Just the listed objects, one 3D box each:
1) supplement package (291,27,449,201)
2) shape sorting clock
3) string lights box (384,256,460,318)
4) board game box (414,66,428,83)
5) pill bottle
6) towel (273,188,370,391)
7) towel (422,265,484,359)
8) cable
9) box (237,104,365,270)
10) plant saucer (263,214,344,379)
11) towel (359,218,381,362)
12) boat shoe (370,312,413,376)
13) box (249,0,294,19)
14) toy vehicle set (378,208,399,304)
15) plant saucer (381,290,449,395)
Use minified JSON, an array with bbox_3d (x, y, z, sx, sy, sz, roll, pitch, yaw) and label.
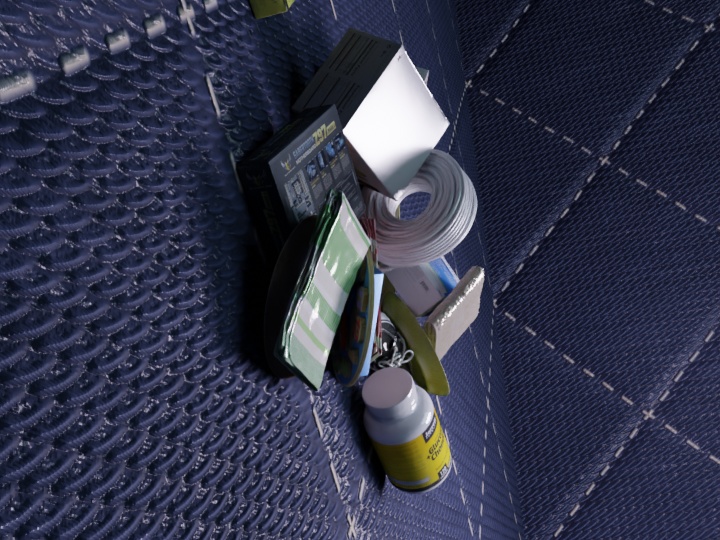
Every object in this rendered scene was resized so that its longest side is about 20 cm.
[{"bbox_3d":[0.020,-0.231,1.295,0.156,0.111,0.200,-56,143,-8],"label":"supplement package"},{"bbox_3d":[-0.016,0.053,1.145,0.200,0.039,0.201,-176,-90,-71],"label":"shape sorting clock"},{"bbox_3d":[0.118,0.020,1.472,0.103,0.059,0.200,56,17,13],"label":"string lights box"},{"bbox_3d":[0.081,-0.252,1.518,0.200,0.034,0.127,90,18,-71],"label":"board game box"},{"bbox_3d":[0.069,0.247,1.336,0.112,0.111,0.201,-83,158,-48],"label":"pill bottle"},{"bbox_3d":[-0.040,0.026,0.991,0.153,0.023,0.201,58,47,-64],"label":"towel"},{"bbox_3d":[0.153,0.076,1.429,0.133,0.034,0.200,-48,162,-17],"label":"towel"},{"bbox_3d":[0.084,-0.101,1.360,0.069,0.199,0.201,48,40,-49],"label":"cable"},{"bbox_3d":[-0.068,-0.104,1.096,0.200,0.051,0.159,-55,135,-52],"label":"box"},{"bbox_3d":[-0.057,0.035,1.030,0.200,0.032,0.202,13,90,-71],"label":"plant saucer"},{"bbox_3d":[-0.009,0.043,1.217,0.144,0.023,0.201,132,-41,-59],"label":"towel"},{"bbox_3d":[0.042,0.133,1.364,0.068,0.074,0.200,43,-13,29],"label":"boat shoe"},{"bbox_3d":[-0.115,-0.422,1.213,0.200,0.050,0.076,-76,152,-56],"label":"box"},{"bbox_3d":[0.054,-0.047,1.561,0.125,0.026,0.201,87,7,-48],"label":"toy vehicle set"},{"bbox_3d":[0.084,0.129,1.444,0.201,0.031,0.200,58,-11,18],"label":"plant saucer"}]
